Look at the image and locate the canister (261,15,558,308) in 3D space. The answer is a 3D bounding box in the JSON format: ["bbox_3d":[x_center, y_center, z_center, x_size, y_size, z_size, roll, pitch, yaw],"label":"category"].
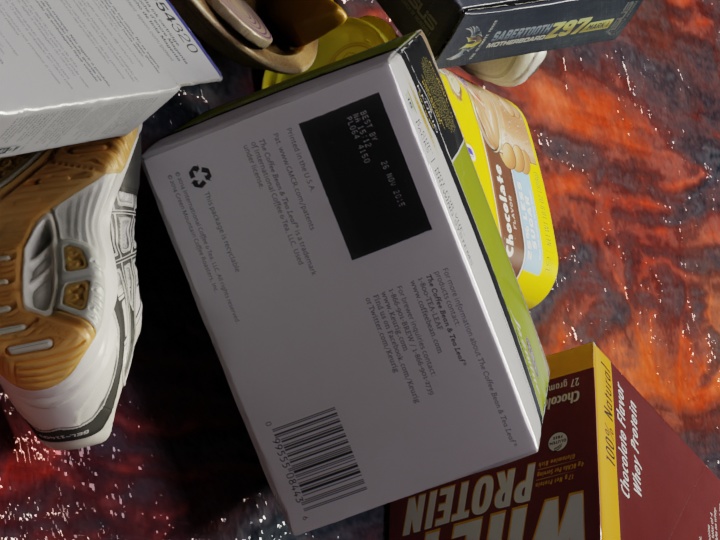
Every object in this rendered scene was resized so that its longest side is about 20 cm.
[{"bbox_3d":[0.034,-0.053,1.580,0.200,0.086,0.149,18,57,-62],"label":"canister"}]

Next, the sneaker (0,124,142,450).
[{"bbox_3d":[-0.135,-0.006,1.246,0.088,0.075,0.201,75,16,-47],"label":"sneaker"}]

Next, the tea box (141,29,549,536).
[{"bbox_3d":[0.000,0.000,1.368,0.197,0.133,0.201,-51,120,-79],"label":"tea box"}]

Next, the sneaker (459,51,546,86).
[{"bbox_3d":[0.026,-0.180,1.616,0.200,0.075,0.081,45,31,15],"label":"sneaker"}]

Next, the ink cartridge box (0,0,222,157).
[{"bbox_3d":[-0.173,-0.140,1.201,0.197,0.043,0.200,53,23,10],"label":"ink cartridge box"}]

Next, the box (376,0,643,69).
[{"bbox_3d":[0.051,-0.209,1.571,0.157,0.051,0.200,-13,57,-40],"label":"box"}]

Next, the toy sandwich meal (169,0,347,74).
[{"bbox_3d":[-0.066,-0.197,1.450,0.205,0.070,0.206,46,23,-27],"label":"toy sandwich meal"}]

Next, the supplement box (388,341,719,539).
[{"bbox_3d":[0.120,0.185,1.540,0.200,0.132,0.198,44,37,-45],"label":"supplement box"}]
